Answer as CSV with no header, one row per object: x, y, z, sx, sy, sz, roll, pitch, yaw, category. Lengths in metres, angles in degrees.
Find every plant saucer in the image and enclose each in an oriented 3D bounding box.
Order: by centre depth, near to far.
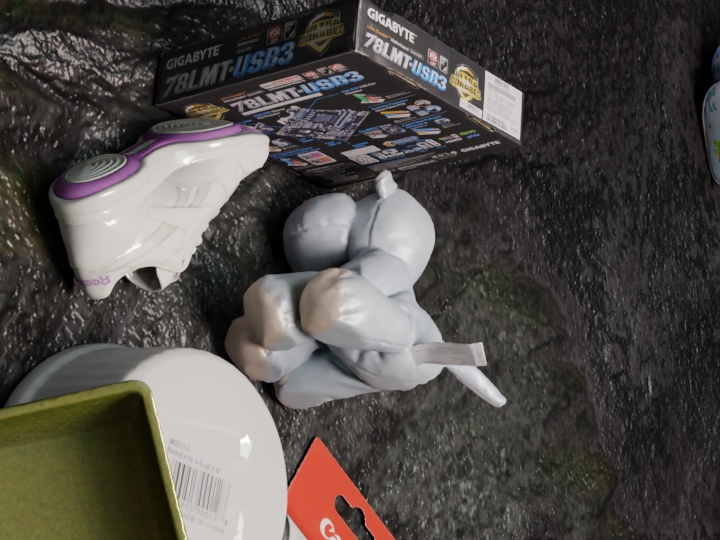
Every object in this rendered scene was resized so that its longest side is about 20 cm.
-0.182,0.173,0.858,0.048,0.197,0.203,-35,113,-77,plant saucer

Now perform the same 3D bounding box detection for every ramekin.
-0.137,0.144,0.971,0.199,0.097,0.204,13,73,-49,ramekin

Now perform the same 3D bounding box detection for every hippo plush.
0.000,0.000,1.114,0.160,0.197,0.163,61,29,-55,hippo plush

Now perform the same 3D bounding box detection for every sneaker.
-0.137,-0.046,1.046,0.199,0.074,0.101,-30,121,-46,sneaker

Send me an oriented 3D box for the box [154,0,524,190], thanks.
-0.014,-0.124,1.098,0.197,0.198,0.050,24,65,-45,box

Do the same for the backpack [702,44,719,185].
0.498,-0.194,1.767,0.146,0.182,0.203,-17,98,-38,backpack

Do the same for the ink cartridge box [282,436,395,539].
-0.020,0.253,1.136,0.163,0.057,0.201,55,49,-28,ink cartridge box
